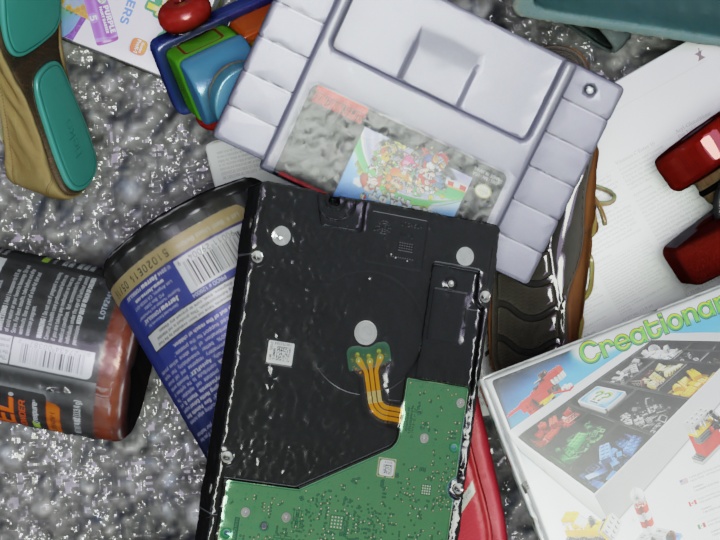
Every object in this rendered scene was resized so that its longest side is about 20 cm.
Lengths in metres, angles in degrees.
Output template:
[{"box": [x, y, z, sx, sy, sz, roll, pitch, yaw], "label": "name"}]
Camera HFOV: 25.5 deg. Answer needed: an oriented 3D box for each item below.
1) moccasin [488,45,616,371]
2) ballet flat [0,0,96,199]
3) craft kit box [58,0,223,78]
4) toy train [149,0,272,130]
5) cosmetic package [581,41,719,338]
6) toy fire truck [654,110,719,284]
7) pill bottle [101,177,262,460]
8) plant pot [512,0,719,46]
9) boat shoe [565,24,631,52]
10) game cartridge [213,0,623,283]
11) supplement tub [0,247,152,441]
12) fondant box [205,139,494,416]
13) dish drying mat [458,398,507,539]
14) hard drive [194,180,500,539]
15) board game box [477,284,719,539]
[{"box": [0.114, -0.033, 0.959, 0.073, 0.078, 0.203, -2, 94, 17], "label": "moccasin"}, {"box": [-0.215, -0.135, 0.979, 0.063, 0.069, 0.201, 7, 121, 26], "label": "ballet flat"}, {"box": [-0.167, -0.243, 1.021, 0.196, 0.049, 0.201, 20, 91, -2], "label": "craft kit box"}, {"box": [-0.019, -0.145, 0.966, 0.199, 0.116, 0.085, -26, 119, -11], "label": "toy train"}, {"box": [0.172, -0.040, 1.013, 0.199, 0.052, 0.152, -28, 92, 1], "label": "cosmetic package"}, {"box": [0.264, -0.062, 0.903, 0.199, 0.168, 0.112, -35, 89, 0], "label": "toy fire truck"}, {"box": [-0.055, 0.057, 0.919, 0.111, 0.112, 0.201, -31, 83, 1], "label": "pill bottle"}, {"box": [0.197, -0.273, 0.924, 0.194, 0.196, 0.201, 4, 62, -22], "label": "plant pot"}, {"box": [0.093, -0.203, 1.002, 0.199, 0.073, 0.062, 25, 87, -5], "label": "boat shoe"}, {"box": [0.031, -0.087, 0.890, 0.199, 0.038, 0.130, 24, 95, -7], "label": "game cartridge"}, {"box": [-0.231, 0.038, 0.993, 0.198, 0.107, 0.108, 11, 91, 1], "label": "supplement tub"}, {"box": [0.000, 0.000, 0.988, 0.143, 0.058, 0.202, -12, 94, 18], "label": "fondant box"}, {"box": [0.035, 0.086, 0.950, 0.076, 0.018, 0.202, -11, 96, 23], "label": "dish drying mat"}, {"box": [-0.007, 0.063, 0.848, 0.139, 0.038, 0.202, 9, 85, -17], "label": "hard drive"}, {"box": [0.175, 0.081, 0.829, 0.199, 0.035, 0.127, -20, 81, -2], "label": "board game box"}]
